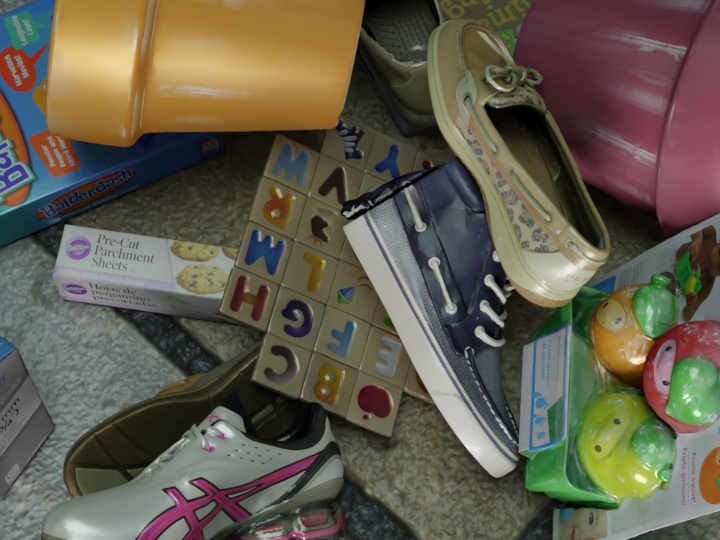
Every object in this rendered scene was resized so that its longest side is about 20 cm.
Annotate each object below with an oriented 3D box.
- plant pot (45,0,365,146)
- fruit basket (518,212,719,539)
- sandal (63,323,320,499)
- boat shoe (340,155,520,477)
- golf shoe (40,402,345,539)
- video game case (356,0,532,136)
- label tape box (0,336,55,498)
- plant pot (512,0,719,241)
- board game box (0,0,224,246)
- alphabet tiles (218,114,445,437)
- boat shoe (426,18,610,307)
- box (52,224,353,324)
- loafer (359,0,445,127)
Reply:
[{"bbox_3d":[-0.092,-0.169,1.099,0.181,0.201,0.202,10,65,-5],"label":"plant pot"},{"bbox_3d":[0.174,0.064,1.025,0.093,0.200,0.187,16,64,-21],"label":"fruit basket"},{"bbox_3d":[-0.102,0.095,1.091,0.199,0.081,0.054,-32,24,-28],"label":"sandal"},{"bbox_3d":[0.071,0.023,1.083,0.092,0.075,0.201,-30,85,10],"label":"boat shoe"},{"bbox_3d":[-0.101,0.129,1.029,0.198,0.072,0.093,-6,93,-34],"label":"golf shoe"},{"bbox_3d":[0.077,-0.212,1.251,0.199,0.022,0.183,-26,67,-10],"label":"video game case"},{"bbox_3d":[-0.273,0.046,1.042,0.144,0.200,0.063,32,69,15],"label":"label tape box"},{"bbox_3d":[0.203,-0.118,1.124,0.178,0.201,0.201,20,66,27],"label":"plant pot"},{"bbox_3d":[-0.215,-0.113,1.200,0.198,0.045,0.153,-24,67,-9],"label":"board game box"},{"bbox_3d":[0.000,0.000,1.124,0.165,0.006,0.202,24,64,-16],"label":"alphabet tiles"},{"bbox_3d":[0.102,-0.078,1.062,0.073,0.063,0.201,-7,65,-37],"label":"boat shoe"},{"bbox_3d":[-0.103,0.008,1.144,0.198,0.039,0.042,9,65,5],"label":"box"},{"bbox_3d":[0.017,-0.195,1.196,0.075,0.068,0.201,-29,68,-11],"label":"loafer"}]
